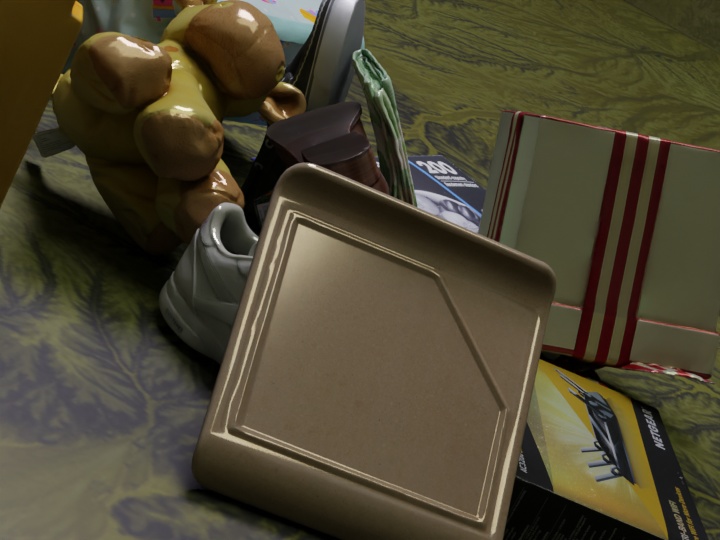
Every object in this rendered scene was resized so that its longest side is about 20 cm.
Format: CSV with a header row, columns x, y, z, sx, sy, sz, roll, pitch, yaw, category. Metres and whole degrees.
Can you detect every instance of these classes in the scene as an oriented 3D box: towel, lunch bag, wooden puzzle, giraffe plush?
x,y,z,sx,sy,sz,roll,pitch,yaw,category
0.023,-0.045,1.253,0.023,0.201,0.153,-13,14,-2,towel
-0.118,-0.179,1.420,0.200,0.122,0.170,7,2,41,lunch bag
0.011,0.059,1.044,0.185,0.200,0.037,22,-24,-14,wooden puzzle
-0.115,-0.121,1.231,0.162,0.173,0.200,-36,32,-26,giraffe plush

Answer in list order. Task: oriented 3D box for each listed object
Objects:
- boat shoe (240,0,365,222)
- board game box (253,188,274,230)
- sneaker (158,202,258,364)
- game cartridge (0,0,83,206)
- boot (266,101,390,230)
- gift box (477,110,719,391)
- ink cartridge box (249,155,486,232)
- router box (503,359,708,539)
x,y,z,sx,sy,sz,roll,pitch,yaw,category
-0.047,-0.116,1.327,0.056,0.200,0.069,21,29,7,boat shoe
-0.022,-0.022,1.280,0.023,0.105,0.200,-9,10,18,board game box
-0.044,0.036,1.097,0.200,0.100,0.075,40,26,28,sneaker
-0.277,-0.124,1.036,0.200,0.177,0.032,19,29,-22,game cartridge
0.000,0.000,1.176,0.064,0.200,0.186,-17,20,0,boot
0.187,-0.008,1.326,0.199,0.187,0.185,12,5,-2,gift box
0.039,-0.057,1.513,0.200,0.043,0.198,37,22,27,ink cartridge box
0.131,0.126,1.172,0.157,0.052,0.200,23,21,-12,router box
